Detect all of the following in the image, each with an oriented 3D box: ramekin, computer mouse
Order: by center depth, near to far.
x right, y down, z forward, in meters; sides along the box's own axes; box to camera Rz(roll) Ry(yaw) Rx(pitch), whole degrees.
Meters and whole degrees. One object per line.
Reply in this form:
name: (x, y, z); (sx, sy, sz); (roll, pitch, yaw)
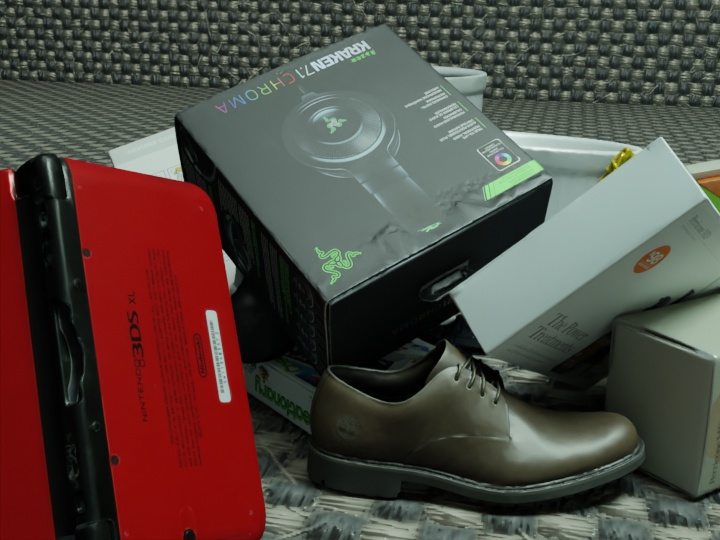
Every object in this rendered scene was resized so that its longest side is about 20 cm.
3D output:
computer mouse: (-0.037, -0.018, 0.707); (0.058, 0.034, 0.201); (23, 61, 12)
ramekin: (0.133, -0.063, 0.840); (0.199, 0.099, 0.201); (4, 12, -1)

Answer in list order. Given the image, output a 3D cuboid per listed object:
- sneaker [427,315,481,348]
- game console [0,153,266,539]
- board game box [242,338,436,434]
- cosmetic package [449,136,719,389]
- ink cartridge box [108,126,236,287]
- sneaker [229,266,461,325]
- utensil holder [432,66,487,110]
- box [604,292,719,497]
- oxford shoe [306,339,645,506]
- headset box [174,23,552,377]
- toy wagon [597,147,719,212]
sneaker: (0.047, 0.019, 0.855); (0.199, 0.066, 0.078); (16, -4, 22)
game console: (-0.156, 0.057, 0.504); (0.118, 0.202, 0.172); (-20, -16, 33)
board game box: (-0.025, 0.066, 0.732); (0.125, 0.035, 0.199); (-9, 18, -34)
cosmetic package: (0.165, 0.007, 0.637); (0.200, 0.151, 0.052); (21, 33, -58)
ink cartridge box: (-0.094, -0.057, 0.838); (0.199, 0.045, 0.177); (-21, 60, -6)
sneaker: (0.000, 0.000, 0.752); (0.198, 0.083, 0.075); (0, 15, -11)
utensil holder: (0.048, -0.115, 1.077); (0.168, 0.202, 0.170); (1, 15, 0)
box: (0.254, 0.067, 0.642); (0.199, 0.096, 0.078); (-11, 21, -33)
oxford shoe: (0.068, 0.086, 0.579); (0.198, 0.085, 0.073); (3, 14, 0)
headset box: (0.003, -0.046, 0.656); (0.173, 0.093, 0.200); (-27, 57, -20)
toy wagon: (0.263, -0.018, 0.734); (0.199, 0.156, 0.040); (32, 21, -5)
